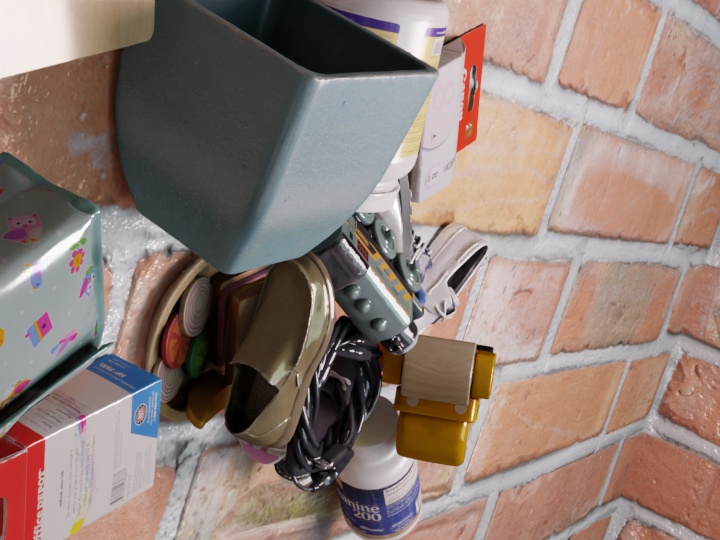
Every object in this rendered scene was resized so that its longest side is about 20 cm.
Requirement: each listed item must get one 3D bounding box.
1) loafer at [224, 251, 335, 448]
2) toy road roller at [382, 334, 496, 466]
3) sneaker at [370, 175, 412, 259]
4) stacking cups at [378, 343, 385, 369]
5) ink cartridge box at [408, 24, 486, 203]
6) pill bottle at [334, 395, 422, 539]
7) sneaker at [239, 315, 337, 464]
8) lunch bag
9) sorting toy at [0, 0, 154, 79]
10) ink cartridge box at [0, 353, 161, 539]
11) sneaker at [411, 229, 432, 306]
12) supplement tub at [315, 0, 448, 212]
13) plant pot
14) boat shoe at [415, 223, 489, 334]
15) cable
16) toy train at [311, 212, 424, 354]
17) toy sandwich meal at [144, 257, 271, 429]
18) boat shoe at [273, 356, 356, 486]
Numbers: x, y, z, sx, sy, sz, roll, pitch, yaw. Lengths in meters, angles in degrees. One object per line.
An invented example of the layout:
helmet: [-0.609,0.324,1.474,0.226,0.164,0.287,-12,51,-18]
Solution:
loafer: [-0.079,0.078,1.111,0.067,0.075,0.203,-5,111,-54]
toy road roller: [0.090,0.153,1.365,0.200,0.121,0.148,30,68,-82]
sneaker: [0.014,-0.088,1.270,0.077,0.079,0.203,-106,-175,-61]
stacking cups: [-0.004,0.122,1.439,0.201,0.060,0.061,-58,151,-24]
ink cartridge box: [0.112,-0.192,1.414,0.199,0.057,0.165,-30,134,-43]
pill bottle: [0.019,0.253,1.511,0.111,0.110,0.202,-48,147,-31]
sneaker: [-0.072,0.115,1.291,0.088,0.080,0.203,-4,112,-68]
lunch bag: [-0.269,0.050,0.843,0.170,0.121,0.202,-44,153,-41]
sorting toy: [-0.224,-0.239,0.761,0.198,0.069,0.203,-30,135,-50]
ink cartridge box: [-0.261,0.163,0.993,0.199,0.067,0.118,-25,131,-52]
sneaker: [0.047,-0.028,1.383,0.077,0.084,0.202,-47,146,-32]
supplement tub: [-0.004,-0.171,1.120,0.145,0.144,0.203,-16,124,-56]
plant pot: [-0.089,-0.116,0.979,0.195,0.195,0.202,-16,134,-56]
boat shoe: [0.100,0.030,1.535,0.201,0.068,0.072,-51,148,-24]
cable: [-0.029,0.127,1.250,0.200,0.050,0.166,-43,133,-56]
toy train: [0.000,0.000,1.216,0.201,0.084,0.115,53,25,-33]
toy sandwich meal: [-0.128,0.067,1.156,0.205,0.070,0.207,-41,142,-41]
boat shoe: [-0.038,0.151,1.354,0.061,0.075,0.202,85,25,-63]
